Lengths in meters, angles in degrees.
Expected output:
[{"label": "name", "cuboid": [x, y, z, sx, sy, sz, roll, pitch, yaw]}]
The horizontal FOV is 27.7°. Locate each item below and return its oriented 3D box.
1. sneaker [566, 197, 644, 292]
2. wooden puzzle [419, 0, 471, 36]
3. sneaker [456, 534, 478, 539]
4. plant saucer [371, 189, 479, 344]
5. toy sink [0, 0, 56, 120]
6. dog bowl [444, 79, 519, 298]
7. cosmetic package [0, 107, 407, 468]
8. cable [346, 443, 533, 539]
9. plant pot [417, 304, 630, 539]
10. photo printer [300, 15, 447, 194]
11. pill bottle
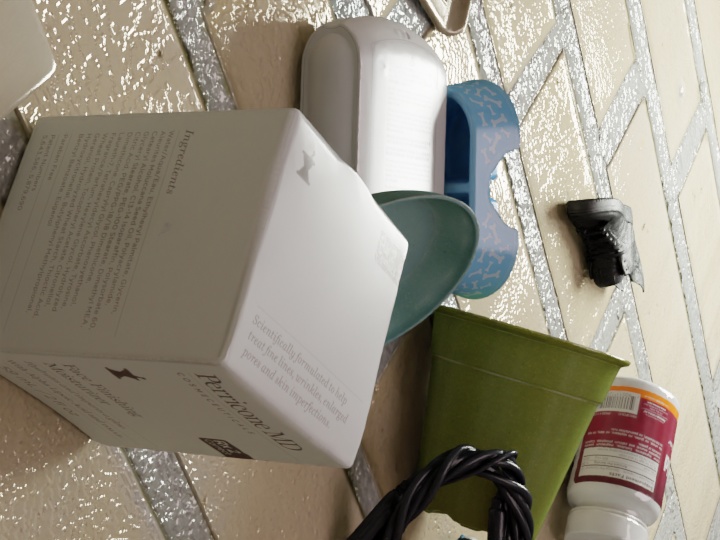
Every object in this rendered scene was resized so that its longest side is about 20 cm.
[{"label": "sneaker", "cuboid": [0.301, -0.028, 1.770, 0.200, 0.060, 0.105, 7, 81, -64]}, {"label": "wooden puzzle", "cuboid": [0.073, -0.347, 1.370, 0.200, 0.037, 0.186, 40, 57, -54]}, {"label": "sneaker", "cuboid": [0.143, 0.350, 1.484, 0.075, 0.086, 0.201, -52, 134, -44]}, {"label": "plant saucer", "cuboid": [0.000, 0.000, 1.158, 0.200, 0.200, 0.036, 33, 21, -57]}, {"label": "toy sink", "cuboid": [-0.262, -0.108, 0.710, 0.200, 0.112, 0.131, -58, 139, -49]}, {"label": "dog bowl", "cuboid": [0.087, -0.074, 1.328, 0.049, 0.111, 0.201, -2, 93, -41]}, {"label": "cosmetic package", "cuboid": [-0.104, 0.012, 0.907, 0.165, 0.199, 0.166, 46, 52, -51]}, {"label": "cable", "cuboid": [0.080, 0.242, 1.281, 0.163, 0.051, 0.200, 41, 91, -24]}, {"label": "plant pot", "cuboid": [0.133, 0.148, 1.380, 0.200, 0.199, 0.191, 21, 85, -59]}, {"label": "photo printer", "cuboid": [0.012, -0.113, 1.239, 0.166, 0.069, 0.201, 1, 91, -59]}, {"label": "pill bottle", "cuboid": [0.311, 0.239, 1.749, 0.114, 0.114, 0.201, 52, 48, -49]}]
